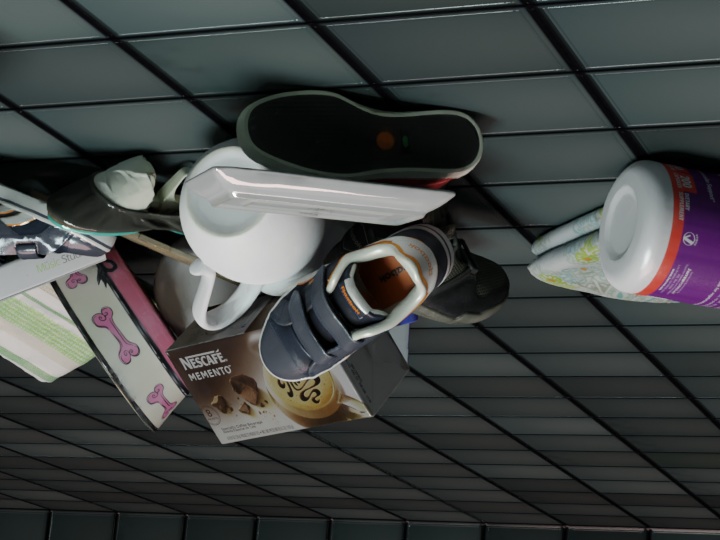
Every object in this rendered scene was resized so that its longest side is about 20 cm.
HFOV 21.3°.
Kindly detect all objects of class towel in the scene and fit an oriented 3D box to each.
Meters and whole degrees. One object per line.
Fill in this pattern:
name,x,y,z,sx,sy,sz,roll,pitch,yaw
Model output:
towel,-0.326,0.040,2.055,0.199,0.031,0.149,-32,129,31
towel,0.273,-0.013,1.796,0.170,0.049,0.200,11,164,-22

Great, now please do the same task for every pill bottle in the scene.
pill bottle,-0.145,0.038,1.994,0.112,0.114,0.200,4,165,6
pill bottle,0.310,-0.023,1.622,0.198,0.114,0.112,9,164,-17

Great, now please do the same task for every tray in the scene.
tray,-0.034,-0.057,1.520,0.198,0.022,0.107,5,175,-18

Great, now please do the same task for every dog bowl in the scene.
dog bowl,-0.234,0.060,1.925,0.074,0.201,0.200,-34,165,-5

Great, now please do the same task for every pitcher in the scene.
pitcher,-0.100,-0.025,1.669,0.121,0.172,0.200,44,-179,20

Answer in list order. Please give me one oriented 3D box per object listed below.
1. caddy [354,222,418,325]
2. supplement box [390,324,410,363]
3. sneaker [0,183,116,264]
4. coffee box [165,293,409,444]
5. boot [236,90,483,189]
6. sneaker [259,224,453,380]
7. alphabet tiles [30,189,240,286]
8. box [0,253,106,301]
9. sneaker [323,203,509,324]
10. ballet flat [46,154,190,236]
caddy,0.000,0.000,1.832,0.199,0.106,0.141,-8,-175,39
supplement box,-0.012,0.070,2.089,0.102,0.102,0.200,7,165,-11
sneaker,-0.324,-0.038,1.744,0.198,0.080,0.078,21,177,7
coffee box,-0.069,0.083,1.770,0.199,0.080,0.114,-13,115,41
boot,-0.013,-0.091,1.572,0.198,0.073,0.144,5,167,-14
sneaker,-0.017,0.030,1.602,0.200,0.079,0.079,-37,179,23
alphabet tiles,-0.212,-0.031,1.822,0.199,0.008,0.167,23,177,15
box,-0.349,-0.004,1.858,0.143,0.037,0.200,-23,-169,-26
sneaker,0.073,-0.017,1.695,0.198,0.077,0.114,14,127,-36
ballet flat,-0.185,-0.068,1.722,0.199,0.068,0.069,4,126,-36
